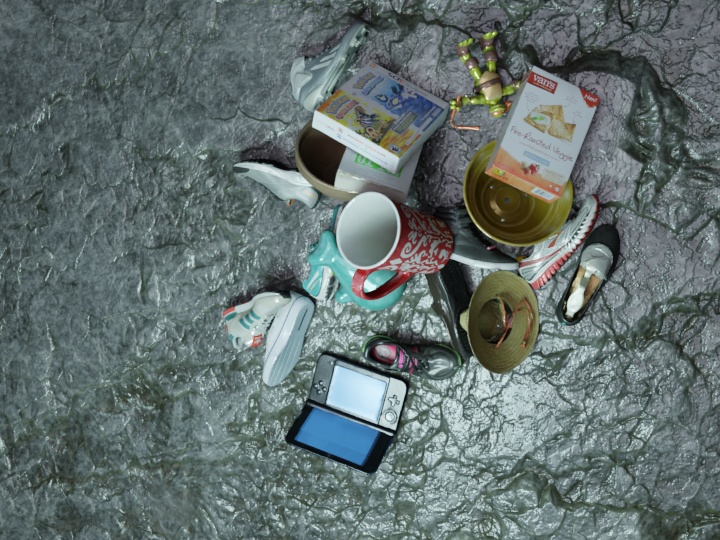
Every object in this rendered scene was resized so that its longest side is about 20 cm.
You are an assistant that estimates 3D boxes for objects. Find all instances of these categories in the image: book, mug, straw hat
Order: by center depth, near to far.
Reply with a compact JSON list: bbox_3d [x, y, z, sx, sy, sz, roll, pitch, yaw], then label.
[{"bbox_3d":[0.056,-0.044,1.514,0.178,0.200,0.134,-46,61,24],"label":"mug"},{"bbox_3d":[0.043,-0.218,1.556,0.133,0.200,0.048,16,142,2],"label":"book"},{"bbox_3d":[0.235,0.094,1.562,0.085,0.201,0.202,1,98,50],"label":"straw hat"}]

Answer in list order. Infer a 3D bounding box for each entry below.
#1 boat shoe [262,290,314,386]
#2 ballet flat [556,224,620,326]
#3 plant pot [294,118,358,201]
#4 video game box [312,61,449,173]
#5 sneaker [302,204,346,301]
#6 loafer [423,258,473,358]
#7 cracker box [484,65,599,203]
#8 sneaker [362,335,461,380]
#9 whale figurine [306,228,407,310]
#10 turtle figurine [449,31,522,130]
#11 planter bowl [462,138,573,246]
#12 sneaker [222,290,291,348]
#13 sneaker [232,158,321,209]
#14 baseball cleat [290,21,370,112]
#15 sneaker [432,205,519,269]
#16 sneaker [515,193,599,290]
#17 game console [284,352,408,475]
[{"bbox_3d":[-0.158,0.138,1.742,0.067,0.073,0.201,32,99,37],"label":"boat shoe"},{"bbox_3d":[0.414,0.014,1.526,0.068,0.068,0.201,23,103,13],"label":"ballet flat"},{"bbox_3d":[-0.028,-0.201,1.613,0.200,0.201,0.093,32,147,12],"label":"plant pot"},{"bbox_3d":[0.040,-0.286,1.554,0.182,0.200,0.047,29,141,14],"label":"video game box"},{"bbox_3d":[-0.067,-0.039,1.681,0.079,0.077,0.201,23,103,26],"label":"sneaker"},{"bbox_3d":[0.177,0.070,1.621,0.071,0.073,0.201,-8,101,57],"label":"loafer"},{"bbox_3d":[0.318,-0.237,1.476,0.134,0.058,0.201,24,79,-4],"label":"cracker box"},{"bbox_3d":[0.096,0.177,1.644,0.199,0.084,0.077,6,99,18],"label":"sneaker"},{"bbox_3d":[0.000,0.000,1.609,0.200,0.104,0.159,29,102,-22],"label":"whale figurine"},{"bbox_3d":[0.242,-0.348,1.542,0.199,0.064,0.162,-18,94,1],"label":"turtle figurine"},{"bbox_3d":[0.275,-0.135,1.530,0.199,0.083,0.201,1,81,-5],"label":"planter bowl"},{"bbox_3d":[-0.203,0.102,1.714,0.199,0.070,0.094,-23,74,41],"label":"sneaker"},{"bbox_3d":[-0.169,-0.177,1.698,0.199,0.074,0.080,18,107,16],"label":"sneaker"},{"bbox_3d":[-0.071,-0.409,1.636,0.106,0.070,0.200,37,106,11],"label":"baseball cleat"},{"bbox_3d":[0.208,-0.065,1.572,0.199,0.071,0.100,19,102,28],"label":"sneaker"},{"bbox_3d":[0.357,-0.060,1.531,0.082,0.078,0.200,42,107,11],"label":"sneaker"},{"bbox_3d":[-0.027,0.281,1.681,0.199,0.118,0.171,17,102,15],"label":"game console"}]
